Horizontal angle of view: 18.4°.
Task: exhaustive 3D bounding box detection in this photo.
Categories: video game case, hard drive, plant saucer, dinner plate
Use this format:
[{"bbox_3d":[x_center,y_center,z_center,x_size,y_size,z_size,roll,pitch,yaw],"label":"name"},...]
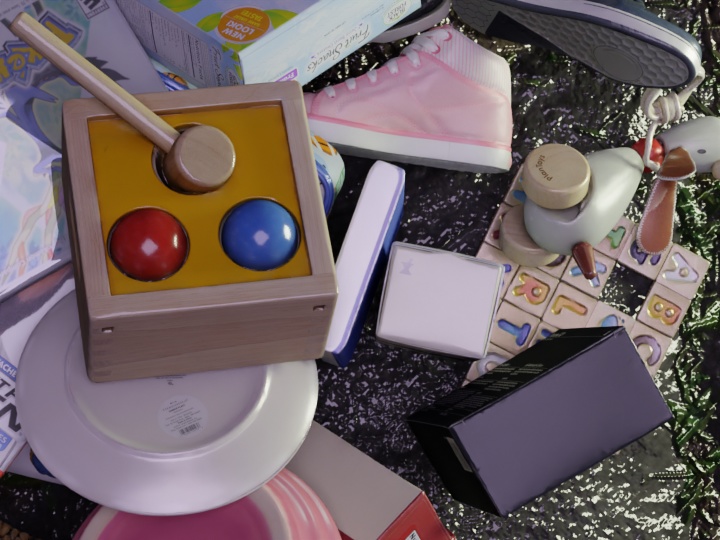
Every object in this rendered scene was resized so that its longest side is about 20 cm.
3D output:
[{"bbox_3d":[-0.227,-0.092,1.510,0.200,0.022,0.183,-31,87,-14],"label":"video game case"},{"bbox_3d":[0.000,0.000,1.579,0.025,0.200,0.132,20,85,3],"label":"hard drive"},{"bbox_3d":[-0.110,0.200,1.433,0.200,0.051,0.201,-8,55,12],"label":"plant saucer"},{"bbox_3d":[-0.127,0.070,1.462,0.200,0.024,0.200,1,55,-2],"label":"dinner plate"}]

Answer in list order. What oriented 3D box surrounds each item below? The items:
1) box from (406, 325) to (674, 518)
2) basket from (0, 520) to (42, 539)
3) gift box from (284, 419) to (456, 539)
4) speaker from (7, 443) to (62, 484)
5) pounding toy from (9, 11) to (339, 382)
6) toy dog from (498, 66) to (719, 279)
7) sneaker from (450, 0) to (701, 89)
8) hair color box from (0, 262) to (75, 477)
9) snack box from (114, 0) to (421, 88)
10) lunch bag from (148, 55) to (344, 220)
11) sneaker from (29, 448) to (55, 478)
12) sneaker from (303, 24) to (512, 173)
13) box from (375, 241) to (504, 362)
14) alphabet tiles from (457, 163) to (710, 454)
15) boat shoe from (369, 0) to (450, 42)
[{"bbox_3d":[0.124,0.105,1.585,0.141,0.200,0.079,-32,92,-7],"label":"box"},{"bbox_3d":[-0.296,0.231,1.530,0.149,0.200,0.143,22,88,-6],"label":"basket"},{"bbox_3d":[-0.054,0.216,1.540,0.200,0.187,0.185,-42,135,-19],"label":"gift box"},{"bbox_3d":[-0.214,0.115,1.608,0.200,0.081,0.081,15,86,-6],"label":"speaker"},{"bbox_3d":[-0.122,-0.052,1.426,0.184,0.142,0.200,-6,65,-11],"label":"pounding toy"},{"bbox_3d":[0.201,-0.052,1.649,0.200,0.132,0.096,-30,62,-3],"label":"toy dog"},{"bbox_3d":[0.185,-0.221,1.636,0.202,0.077,0.146,24,67,29],"label":"sneaker"},{"bbox_3d":[-0.243,0.045,1.537,0.111,0.064,0.200,37,80,-6],"label":"hair color box"},{"bbox_3d":[-0.085,-0.209,1.566,0.169,0.068,0.200,-35,50,-26],"label":"snack box"},{"bbox_3d":[-0.120,-0.066,1.594,0.200,0.076,0.160,29,116,-2],"label":"lunch bag"},{"bbox_3d":[-0.135,0.090,1.551,0.200,0.075,0.088,-39,111,-6],"label":"sneaker"},{"bbox_3d":[0.020,-0.135,1.651,0.200,0.075,0.105,7,89,-13],"label":"sneaker"},{"bbox_3d":[0.054,0.025,1.583,0.082,0.200,0.069,12,88,3],"label":"box"},{"bbox_3d":[0.152,0.044,1.696,0.167,0.008,0.200,27,84,-6],"label":"alphabet tiles"},{"bbox_3d":[-0.029,-0.191,1.636,0.199,0.075,0.066,-18,134,-10],"label":"boat shoe"}]
